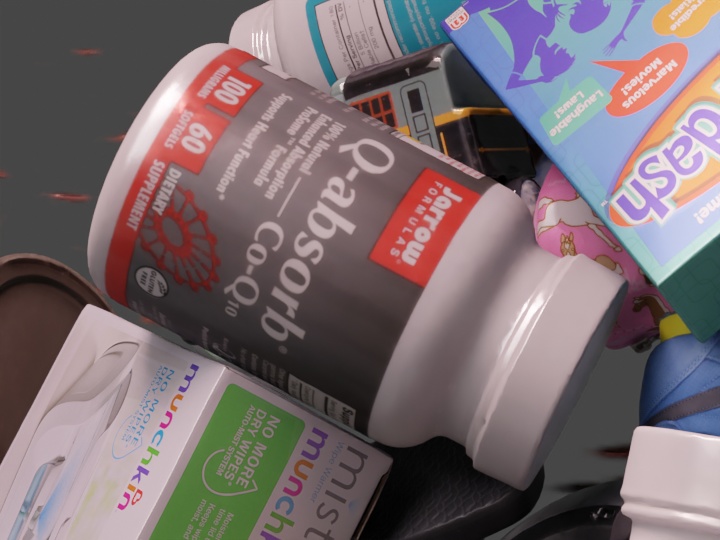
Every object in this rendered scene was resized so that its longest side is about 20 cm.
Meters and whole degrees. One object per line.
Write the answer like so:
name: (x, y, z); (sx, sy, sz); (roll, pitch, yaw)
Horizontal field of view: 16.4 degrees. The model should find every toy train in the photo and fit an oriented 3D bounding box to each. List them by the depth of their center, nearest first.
toy train: (-0.008, -0.028, 1.133); (0.199, 0.085, 0.115); (-16, 83, 31)

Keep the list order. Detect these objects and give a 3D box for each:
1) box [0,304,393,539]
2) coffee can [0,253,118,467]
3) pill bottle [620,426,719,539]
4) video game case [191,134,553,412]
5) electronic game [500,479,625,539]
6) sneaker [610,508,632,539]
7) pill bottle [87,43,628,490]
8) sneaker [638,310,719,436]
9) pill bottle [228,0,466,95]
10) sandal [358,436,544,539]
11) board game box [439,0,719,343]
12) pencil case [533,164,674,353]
box: (-0.098, 0.135, 1.075); (0.201, 0.096, 0.176); (-62, 25, -4)
coffee can: (-0.223, 0.090, 1.244); (0.199, 0.146, 0.147); (-19, 45, 31)
pill bottle: (0.110, 0.156, 0.797); (0.112, 0.112, 0.202); (7, 84, 46)
video game case: (0.025, -0.021, 1.211); (0.182, 0.022, 0.201); (20, 71, 50)
electronic game: (0.085, 0.173, 0.959); (0.199, 0.042, 0.201); (-29, 44, 32)
sneaker: (0.175, 0.130, 0.857); (0.199, 0.074, 0.088); (7, 69, 23)
pill bottle: (0.000, 0.000, 1.011); (0.199, 0.116, 0.116); (27, 72, 10)
sneaker: (0.194, 0.051, 0.957); (0.199, 0.066, 0.079); (-8, 61, 40)
pill bottle: (0.036, -0.121, 1.183); (0.199, 0.111, 0.111); (-17, 45, 31)
sandal: (0.008, 0.112, 1.098); (0.199, 0.043, 0.076); (-24, 33, 41)
board game box: (0.138, -0.086, 0.998); (0.152, 0.045, 0.200); (-40, 43, 4)
pencil case: (0.169, -0.021, 1.021); (0.199, 0.087, 0.083); (-10, 43, 38)
